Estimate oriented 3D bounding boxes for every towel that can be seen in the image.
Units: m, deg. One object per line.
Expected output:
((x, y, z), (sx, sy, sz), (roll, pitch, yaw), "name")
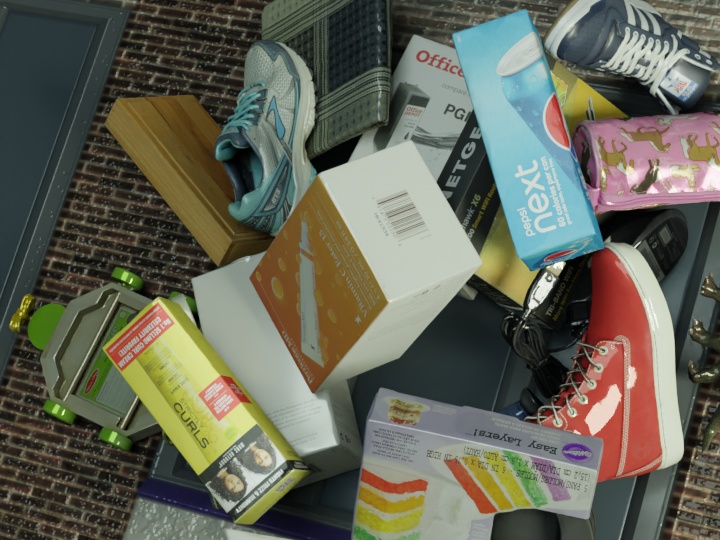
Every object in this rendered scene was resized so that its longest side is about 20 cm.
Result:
((-0.030, -0.196, 1.795), (0.200, 0.034, 0.193), (-22, 63, 50), "towel")

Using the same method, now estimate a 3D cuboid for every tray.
((-0.147, -0.089, 1.808), (0.200, 0.098, 0.037), (50, 127, 26), "tray")

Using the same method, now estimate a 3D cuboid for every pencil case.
((0.277, -0.093, 1.634), (0.199, 0.087, 0.083), (-3, 102, -11), "pencil case")

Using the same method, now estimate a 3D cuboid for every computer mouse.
((0.193, 0.006, 1.641), (0.200, 0.140, 0.046), (-50, 51, -3), "computer mouse")

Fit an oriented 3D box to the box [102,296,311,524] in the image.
((-0.134, 0.121, 1.657), (0.075, 0.050, 0.200), (-41, 72, 7), "box")

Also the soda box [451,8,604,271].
((0.138, -0.107, 1.569), (0.068, 0.064, 0.201), (-18, 77, 10), "soda box")

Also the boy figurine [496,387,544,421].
((0.089, 0.192, 1.648), (0.200, 0.064, 0.124), (-38, 64, 4), "boy figurine")

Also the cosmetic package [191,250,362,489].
((-0.075, 0.090, 1.729), (0.107, 0.085, 0.201), (-18, 66, 13), "cosmetic package")

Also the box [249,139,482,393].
((0.000, 0.000, 1.612), (0.097, 0.200, 0.125), (-22, 74, -28), "box")

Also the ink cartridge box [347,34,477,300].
((0.075, -0.096, 1.744), (0.146, 0.083, 0.200), (22, 80, 25), "ink cartridge box")

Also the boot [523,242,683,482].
((0.184, 0.085, 1.578), (0.144, 0.072, 0.201), (-14, 102, -19), "boot")

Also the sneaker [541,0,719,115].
((0.241, -0.186, 1.665), (0.109, 0.200, 0.070), (47, 116, 19), "sneaker")

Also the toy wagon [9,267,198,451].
((-0.243, 0.076, 1.818), (0.200, 0.040, 0.155), (22, 79, 25), "toy wagon")

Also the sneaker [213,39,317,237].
((-0.090, -0.128, 1.752), (0.078, 0.086, 0.201), (-35, 55, 46), "sneaker")

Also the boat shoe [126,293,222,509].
((-0.156, 0.125, 1.732), (0.060, 0.072, 0.202), (-18, 83, -5), "boat shoe")

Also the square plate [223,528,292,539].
((0.002, 0.275, 1.572), (0.198, 0.200, 0.029), (8, 64, 21), "square plate")

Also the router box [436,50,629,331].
((0.151, -0.072, 1.669), (0.052, 0.157, 0.200), (12, 73, 57), "router box")

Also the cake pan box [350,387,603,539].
((0.094, 0.203, 1.568), (0.199, 0.185, 0.052), (13, 33, 7), "cake pan box")

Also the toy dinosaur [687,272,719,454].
((0.332, 0.060, 1.605), (0.102, 0.077, 0.200), (17, 75, 30), "toy dinosaur")
